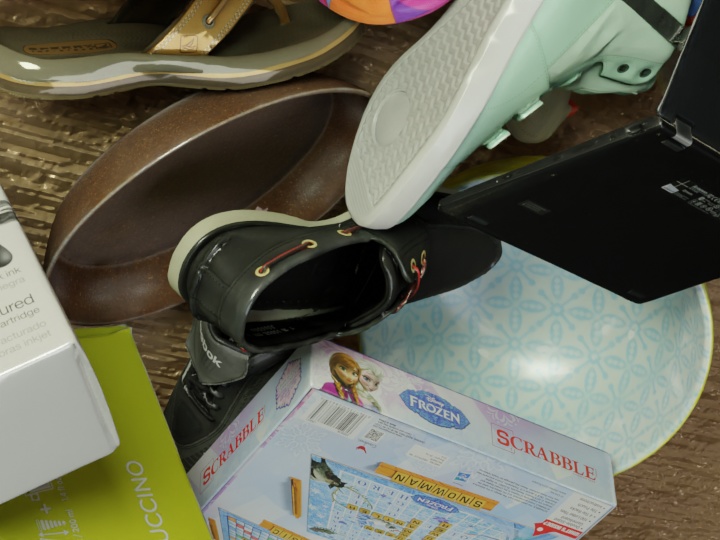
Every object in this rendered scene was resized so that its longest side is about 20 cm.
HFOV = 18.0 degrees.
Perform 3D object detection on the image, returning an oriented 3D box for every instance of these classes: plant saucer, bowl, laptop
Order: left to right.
[{"bbox_3d":[-0.080,-0.042,1.159,0.200,0.035,0.200,-30,162,-11],"label":"plant saucer"},{"bbox_3d":[0.103,0.013,1.304,0.200,0.108,0.200,4,117,8],"label":"bowl"},{"bbox_3d":[0.167,-0.084,1.127,0.200,0.116,0.187,-21,152,33],"label":"laptop"}]

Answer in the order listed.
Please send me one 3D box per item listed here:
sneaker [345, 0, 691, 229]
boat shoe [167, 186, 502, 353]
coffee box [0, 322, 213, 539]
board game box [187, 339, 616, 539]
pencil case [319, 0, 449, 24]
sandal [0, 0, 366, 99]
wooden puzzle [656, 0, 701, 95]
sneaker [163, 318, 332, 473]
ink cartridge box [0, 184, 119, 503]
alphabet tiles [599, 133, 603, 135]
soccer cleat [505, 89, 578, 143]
[{"bbox_3d":[0.085,-0.086,1.121,0.118,0.074,0.201,28,105,-34],"label":"sneaker"},{"bbox_3d":[-0.001,0.002,1.160,0.201,0.063,0.074,-8,128,-41],"label":"boat shoe"},{"bbox_3d":[-0.202,0.167,1.156,0.200,0.200,0.198,-3,141,-30],"label":"coffee box"},{"bbox_3d":[0.005,0.139,1.280,0.200,0.041,0.200,24,130,-23],"label":"board game box"},{"bbox_3d":[0.003,-0.206,1.039,0.088,0.088,0.200,-23,143,-11],"label":"pencil case"},{"bbox_3d":[-0.088,-0.120,1.088,0.200,0.080,0.054,-6,112,-22],"label":"sandal"},{"bbox_3d":[0.240,-0.142,1.194,0.185,0.046,0.200,-29,128,1],"label":"wooden puzzle"},{"bbox_3d":[-0.067,0.043,1.253,0.090,0.067,0.200,-2,142,-52],"label":"sneaker"},{"bbox_3d":[-0.217,0.021,1.039,0.146,0.200,0.086,-24,140,-10],"label":"ink cartridge box"},{"bbox_3d":[0.226,-0.028,1.317,0.200,0.167,0.008,21,104,-45],"label":"alphabet tiles"},{"bbox_3d":[0.077,-0.151,1.166,0.077,0.069,0.200,-12,131,-17],"label":"soccer cleat"}]
